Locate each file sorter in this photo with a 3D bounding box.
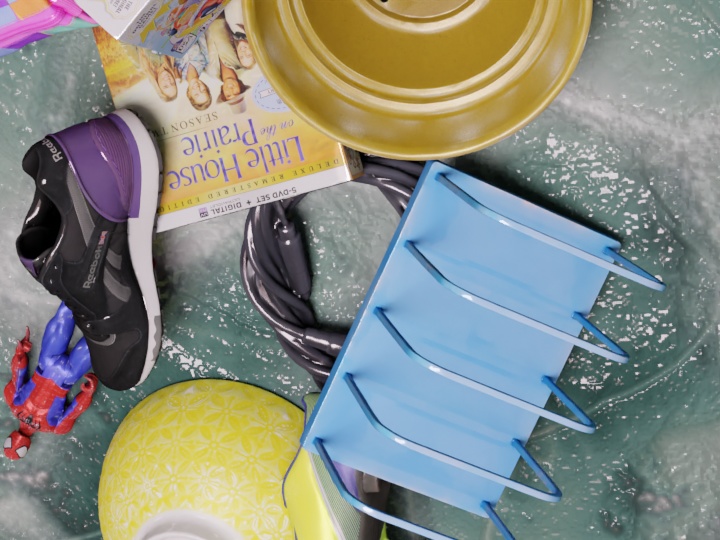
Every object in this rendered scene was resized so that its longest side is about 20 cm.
[{"bbox_3d":[0.074,0.059,1.001,0.138,0.123,0.201,22,99,-16],"label":"file sorter"}]

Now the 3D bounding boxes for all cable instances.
[{"bbox_3d":[0.000,0.000,1.097,0.163,0.051,0.200,-27,108,30],"label":"cable"}]

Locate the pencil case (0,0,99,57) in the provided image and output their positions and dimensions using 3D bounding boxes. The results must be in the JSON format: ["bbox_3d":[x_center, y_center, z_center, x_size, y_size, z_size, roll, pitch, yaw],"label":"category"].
[{"bbox_3d":[-0.242,-0.166,1.037,0.199,0.088,0.089,-15,111,36],"label":"pencil case"}]

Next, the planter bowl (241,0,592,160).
[{"bbox_3d":[0.034,-0.171,0.970,0.199,0.084,0.201,2,123,3],"label":"planter bowl"}]

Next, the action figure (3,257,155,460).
[{"bbox_3d":[-0.213,0.063,1.182,0.065,0.052,0.200,29,121,-5],"label":"action figure"}]

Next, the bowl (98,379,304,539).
[{"bbox_3d":[-0.107,0.190,1.178,0.199,0.108,0.201,6,117,12],"label":"bowl"}]

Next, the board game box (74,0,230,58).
[{"bbox_3d":[-0.065,-0.209,0.923,0.034,0.134,0.200,42,98,5],"label":"board game box"}]

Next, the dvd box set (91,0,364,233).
[{"bbox_3d":[-0.093,-0.136,1.034,0.146,0.029,0.201,-13,96,21],"label":"dvd box set"}]

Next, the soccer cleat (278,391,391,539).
[{"bbox_3d":[-0.021,0.177,1.117,0.083,0.065,0.201,14,100,31],"label":"soccer cleat"}]

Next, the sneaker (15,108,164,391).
[{"bbox_3d":[-0.181,-0.005,1.055,0.076,0.087,0.201,36,134,42],"label":"sneaker"}]
